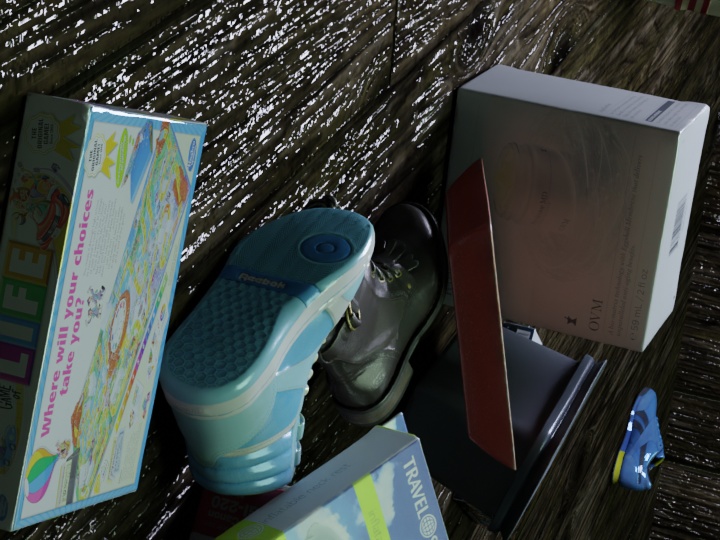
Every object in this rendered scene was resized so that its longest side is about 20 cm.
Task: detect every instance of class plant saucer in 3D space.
[{"bbox_3d":[0.094,0.031,1.361,0.200,0.037,0.201,-84,166,-71],"label":"plant saucer"}]

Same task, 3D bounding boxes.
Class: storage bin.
[{"bbox_3d":[0.116,0.135,1.531,0.200,0.134,0.146,-44,161,-59],"label":"storage bin"}]

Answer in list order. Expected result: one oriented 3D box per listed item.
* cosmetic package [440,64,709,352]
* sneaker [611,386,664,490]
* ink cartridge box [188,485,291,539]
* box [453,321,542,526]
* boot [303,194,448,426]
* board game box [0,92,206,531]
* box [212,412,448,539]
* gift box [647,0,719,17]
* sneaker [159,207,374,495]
[{"bbox_3d":[0.182,-0.058,1.502,0.123,0.200,0.200,-35,135,-61],"label":"cosmetic package"},{"bbox_3d":[0.491,0.292,2.924,0.066,0.078,0.200,77,29,-50],"label":"sneaker"},{"bbox_3d":[-0.069,0.242,1.125,0.146,0.085,0.200,41,61,-70],"label":"ink cartridge box"},{"bbox_3d":[0.156,0.172,1.855,0.137,0.038,0.200,56,49,-67],"label":"box"},{"bbox_3d":[0.000,0.000,1.208,0.174,0.069,0.200,61,37,-54],"label":"boot"},{"bbox_3d":[-0.135,0.018,0.842,0.134,0.034,0.201,-2,105,-72],"label":"board game box"},{"bbox_3d":[-0.015,0.186,1.045,0.200,0.048,0.122,-31,114,-35],"label":"box"},{"bbox_3d":[0.406,-0.415,2.003,0.187,0.184,0.201,22,78,-81],"label":"gift box"},{"bbox_3d":[-0.053,0.057,1.059,0.200,0.079,0.131,-47,145,-41],"label":"sneaker"}]
